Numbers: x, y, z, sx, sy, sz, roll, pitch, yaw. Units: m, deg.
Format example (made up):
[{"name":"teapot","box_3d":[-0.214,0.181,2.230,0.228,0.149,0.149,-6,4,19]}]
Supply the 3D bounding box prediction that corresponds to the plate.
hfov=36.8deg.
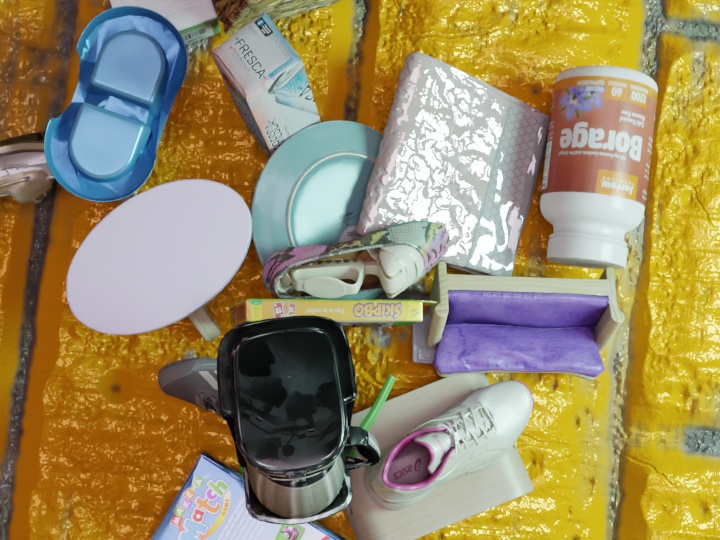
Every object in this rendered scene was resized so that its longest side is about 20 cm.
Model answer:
[{"name":"plate","box_3d":[-0.019,-0.056,1.143,0.198,0.026,0.203,-3,98,-26]}]

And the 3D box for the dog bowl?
[{"name":"dog bowl","box_3d":[-0.245,-0.164,1.096,0.110,0.050,0.202,19,82,-6]}]

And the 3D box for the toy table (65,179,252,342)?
[{"name":"toy table","box_3d":[-0.201,-0.009,1.122,0.198,0.117,0.186,-21,89,-4]}]

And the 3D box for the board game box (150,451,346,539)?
[{"name":"board game box","box_3d":[-0.123,0.310,1.149,0.199,0.037,0.152,32,87,-2]}]

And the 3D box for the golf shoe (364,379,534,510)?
[{"name":"golf shoe","box_3d":[0.096,0.175,1.094,0.199,0.092,0.076,-33,77,-9]}]

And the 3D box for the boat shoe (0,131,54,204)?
[{"name":"boat shoe","box_3d":[-0.354,-0.107,1.146,0.197,0.075,0.069,-6,107,-5]}]

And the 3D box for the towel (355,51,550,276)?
[{"name":"towel","box_3d":[0.105,-0.106,1.159,0.189,0.032,0.202,18,85,-22]}]

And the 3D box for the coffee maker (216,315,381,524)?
[{"name":"coffee maker","box_3d":[-0.073,0.119,0.991,0.134,0.201,0.193,-27,68,-15]}]

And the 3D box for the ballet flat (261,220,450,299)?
[{"name":"ballet flat","box_3d":[0.000,0.000,1.091,0.197,0.071,0.070,-9,121,-6]}]

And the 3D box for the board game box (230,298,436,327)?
[{"name":"board game box","box_3d":[-0.028,0.044,1.105,0.197,0.095,0.030,-2,85,-16]}]

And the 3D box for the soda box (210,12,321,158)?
[{"name":"soda box","box_3d":[-0.089,-0.175,1.094,0.068,0.200,0.064,-37,77,-4]}]

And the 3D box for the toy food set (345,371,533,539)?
[{"name":"toy food set","box_3d":[0.069,0.204,1.164,0.198,0.060,0.145,-21,77,-6]}]

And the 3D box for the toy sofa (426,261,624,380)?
[{"name":"toy sofa","box_3d":[0.171,0.054,1.143,0.197,0.083,0.099,2,62,-3]}]

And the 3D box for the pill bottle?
[{"name":"pill bottle","box_3d":[0.252,-0.107,1.155,0.111,0.112,0.203,7,85,-3]}]

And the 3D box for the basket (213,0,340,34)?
[{"name":"basket","box_3d":[-0.067,-0.354,1.113,0.198,0.143,0.151,-21,89,-22]}]

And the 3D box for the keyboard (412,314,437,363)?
[{"name":"keyboard","box_3d":[0.155,0.078,1.184,0.197,0.011,0.057,3,59,-4]}]

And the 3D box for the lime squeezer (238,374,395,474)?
[{"name":"lime squeezer","box_3d":[-0.034,0.189,1.132,0.199,0.071,0.038,-33,133,13]}]

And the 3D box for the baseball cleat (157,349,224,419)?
[{"name":"baseball cleat","box_3d":[-0.122,0.143,1.119,0.197,0.070,0.108,1,57,10]}]

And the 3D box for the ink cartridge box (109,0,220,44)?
[{"name":"ink cartridge box","box_3d":[-0.232,-0.339,1.165,0.103,0.059,0.202,-20,88,-5]}]
